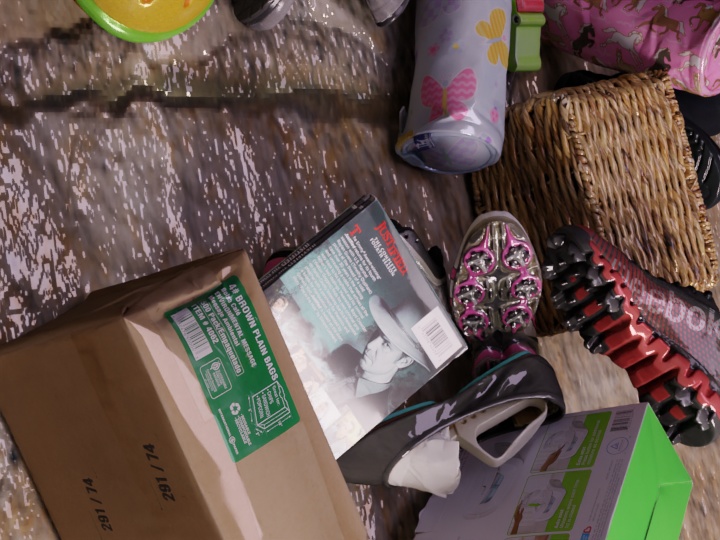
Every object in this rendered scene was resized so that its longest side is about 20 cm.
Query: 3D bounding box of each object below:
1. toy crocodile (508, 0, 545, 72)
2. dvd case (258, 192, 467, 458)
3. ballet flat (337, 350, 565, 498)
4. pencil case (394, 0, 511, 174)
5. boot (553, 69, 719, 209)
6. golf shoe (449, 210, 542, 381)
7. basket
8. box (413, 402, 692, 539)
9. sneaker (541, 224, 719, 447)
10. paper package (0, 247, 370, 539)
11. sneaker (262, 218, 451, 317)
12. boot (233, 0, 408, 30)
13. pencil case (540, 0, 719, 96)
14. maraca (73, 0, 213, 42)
[{"bbox_3d":[0.133,-0.276,1.325,0.067,0.061,0.203,-2,83,-43],"label":"toy crocodile"},{"bbox_3d":[-0.033,0.062,1.055,0.199,0.022,0.147,-39,117,-10],"label":"dvd case"},{"bbox_3d":[0.072,0.125,1.130,0.198,0.068,0.069,-25,58,-17],"label":"ballet flat"},{"bbox_3d":[0.080,-0.181,1.237,0.083,0.090,0.203,23,66,-43],"label":"pencil case"},{"bbox_3d":[0.296,-0.135,1.379,0.167,0.200,0.077,-14,131,-41],"label":"boot"},{"bbox_3d":[0.107,0.020,1.195,0.201,0.072,0.093,82,3,-46],"label":"golf shoe"},{"bbox_3d":[0.196,-0.054,1.279,0.148,0.142,0.202,-16,90,-40],"label":"basket"},{"bbox_3d":[0.135,0.209,1.125,0.097,0.175,0.201,56,40,-26],"label":"box"},{"bbox_3d":[0.223,0.036,1.153,0.201,0.071,0.098,49,58,-3],"label":"sneaker"},{"bbox_3d":[-0.117,0.108,0.921,0.103,0.189,0.202,-31,101,-42],"label":"paper package"},{"bbox_3d":[0.000,0.000,1.137,0.199,0.073,0.089,16,71,-45],"label":"sneaker"},{"bbox_3d":[-0.013,-0.237,1.179,0.132,0.069,0.201,45,58,-33],"label":"boot"},{"bbox_3d":[0.251,-0.218,1.327,0.082,0.199,0.087,-24,128,-38],"label":"pencil case"},{"bbox_3d":[-0.138,-0.244,1.032,0.138,0.106,0.201,56,49,-28],"label":"maraca"}]
